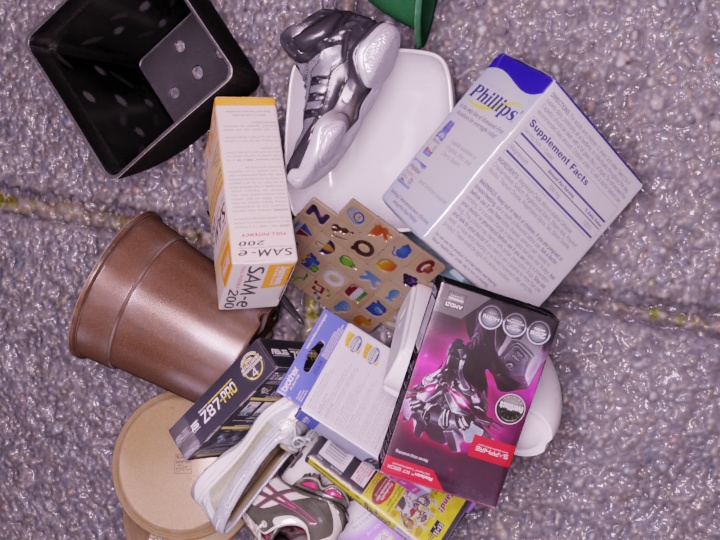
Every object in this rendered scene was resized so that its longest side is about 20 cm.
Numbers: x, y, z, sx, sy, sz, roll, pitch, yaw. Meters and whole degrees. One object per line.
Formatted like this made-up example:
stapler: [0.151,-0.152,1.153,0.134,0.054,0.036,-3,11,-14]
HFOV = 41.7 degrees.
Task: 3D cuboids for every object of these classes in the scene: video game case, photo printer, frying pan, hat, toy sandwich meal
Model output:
video game case: [0.064,0.192,1.080,0.180,0.026,0.201,36,64,8]
photo printer: [0.128,0.110,1.030,0.198,0.167,0.070,27,117,-3]
frying pan: [-0.128,-0.019,1.131,0.031,0.115,0.190,-41,38,-10]
hat: [-0.002,-0.339,1.040,0.173,0.200,0.169,10,97,7]
toy sandwich meal: [-0.218,0.253,1.213,0.201,0.070,0.209,0,78,-1]

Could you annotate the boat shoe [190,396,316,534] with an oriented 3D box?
boat shoe: [-0.102,0.208,1.068,0.201,0.075,0.065,-42,65,-2]

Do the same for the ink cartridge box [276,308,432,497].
ink cartridge box: [0.013,0.145,1.043,0.199,0.042,0.120,34,61,-5]

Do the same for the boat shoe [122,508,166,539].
boat shoe: [-0.270,0.347,1.258,0.071,0.065,0.204,-11,73,27]

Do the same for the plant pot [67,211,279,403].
plant pot: [-0.216,0.062,1.152,0.196,0.200,0.203,27,103,7]

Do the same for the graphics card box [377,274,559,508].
graphics card box: [0.104,0.119,0.926,0.124,0.051,0.203,18,97,-3]

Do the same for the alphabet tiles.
alphabet tiles: [0.000,0.000,1.097,0.199,0.006,0.166,35,134,-13]

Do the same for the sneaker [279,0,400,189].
sneaker: [-0.048,-0.195,1.021,0.113,0.075,0.202,34,99,13]

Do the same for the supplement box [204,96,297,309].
supplement box: [-0.127,-0.074,1.052,0.072,0.126,0.203,-2,66,-17]

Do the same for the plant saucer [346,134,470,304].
plant saucer: [0.077,-0.057,1.120,0.197,0.027,0.204,2,95,19]

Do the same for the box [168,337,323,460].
box: [-0.105,0.152,1.110,0.161,0.199,0.049,-47,65,17]

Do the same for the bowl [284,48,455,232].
bowl: [0.017,-0.146,1.079,0.196,0.075,0.204,4,96,18]

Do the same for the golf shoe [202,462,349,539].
golf shoe: [-0.112,0.275,1.102,0.197,0.088,0.078,6,127,23]

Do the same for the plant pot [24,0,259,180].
plant pot: [-0.236,-0.246,1.128,0.198,0.177,0.201,-36,85,18]

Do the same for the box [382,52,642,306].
box: [0.158,-0.083,0.986,0.201,0.183,0.105,-49,36,5]

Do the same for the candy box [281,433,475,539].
candy box: [0.025,0.257,1.145,0.200,0.071,0.168,42,107,10]
